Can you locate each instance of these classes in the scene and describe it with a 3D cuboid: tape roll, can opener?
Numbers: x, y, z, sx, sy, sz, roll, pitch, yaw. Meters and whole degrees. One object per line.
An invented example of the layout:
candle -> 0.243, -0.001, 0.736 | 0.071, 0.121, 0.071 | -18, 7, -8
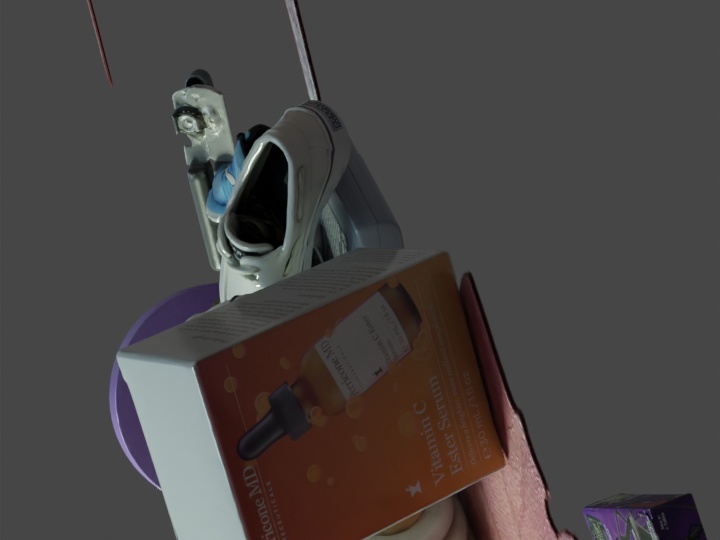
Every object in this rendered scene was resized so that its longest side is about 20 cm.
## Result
tape roll -> -0.122, 0.111, 1.843 | 0.066, 0.199, 0.201 | 177, 75, -78
can opener -> -0.137, -0.098, 2.021 | 0.067, 0.053, 0.201 | -67, -29, -55

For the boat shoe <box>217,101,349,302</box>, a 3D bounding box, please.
boat shoe -> -0.066, -0.026, 1.432 | 0.072, 0.066, 0.200 | 43, 134, 17

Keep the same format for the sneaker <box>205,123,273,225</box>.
sneaker -> -0.078, -0.078, 1.731 | 0.200, 0.078, 0.091 | -157, 69, -71

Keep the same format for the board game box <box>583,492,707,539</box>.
board game box -> 0.171, 0.212, 1.050 | 0.120, 0.032, 0.201 | 137, 114, -82

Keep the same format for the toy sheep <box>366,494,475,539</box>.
toy sheep -> 0.021, 0.207, 1.493 | 0.201, 0.137, 0.138 | 90, 159, -48

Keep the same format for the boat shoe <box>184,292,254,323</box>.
boat shoe -> -0.057, 0.069, 1.450 | 0.200, 0.065, 0.072 | 31, -126, -60

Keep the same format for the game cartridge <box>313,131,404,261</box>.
game cartridge -> 0.000, 0.000, 1.516 | 0.201, 0.041, 0.133 | 86, 158, -50

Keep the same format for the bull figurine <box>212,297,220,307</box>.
bull figurine -> -0.065, 0.060, 1.728 | 0.200, 0.121, 0.066 | 94, -173, -71

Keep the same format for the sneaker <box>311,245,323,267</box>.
sneaker -> -0.038, 0.058, 1.563 | 0.080, 0.073, 0.201 | -107, 7, -81

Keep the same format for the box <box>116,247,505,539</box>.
box -> -0.029, 0.089, 1.319 | 0.106, 0.199, 0.153 | 3, 113, 56
